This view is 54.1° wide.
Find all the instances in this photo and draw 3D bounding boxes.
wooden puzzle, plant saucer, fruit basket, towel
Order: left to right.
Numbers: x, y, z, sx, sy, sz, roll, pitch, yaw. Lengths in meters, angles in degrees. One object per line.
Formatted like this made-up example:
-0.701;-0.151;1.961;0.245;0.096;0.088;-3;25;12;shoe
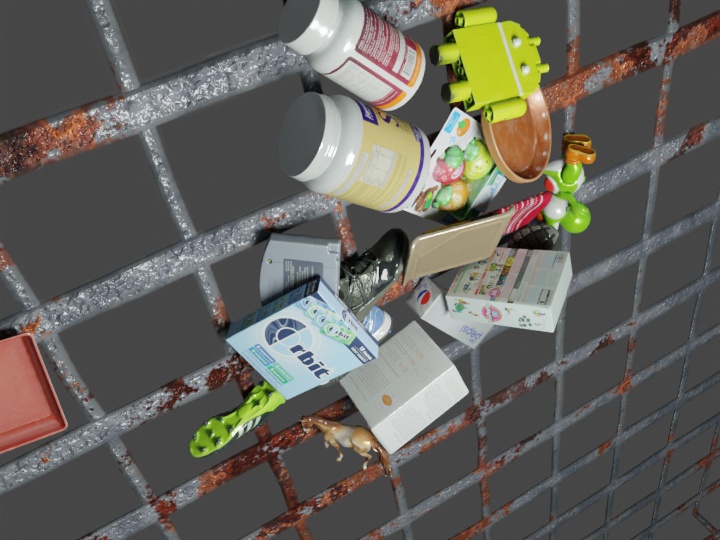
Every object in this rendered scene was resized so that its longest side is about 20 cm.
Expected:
-0.556;0.189;1.030;0.198;0.037;0.202;-18;128;-21;plant saucer
0.165;-0.046;1.244;0.198;0.038;0.185;-20;160;-9;wooden puzzle
0.165;-0.162;1.196;0.199;0.094;0.186;10;116;-57;fruit basket
0.254;-0.084;1.324;0.198;0.023;0.145;-21;164;-19;towel
0.262;-0.249;1.195;0.199;0.032;0.203;7;80;-46;plant saucer

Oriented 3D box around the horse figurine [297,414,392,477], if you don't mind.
-0.021;0.346;1.414;0.050;0.198;0.133;-56;149;-38;horse figurine

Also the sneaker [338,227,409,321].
0.000;0.000;1.231;0.114;0.076;0.200;32;101;-42;sneaker

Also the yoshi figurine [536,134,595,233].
0.418;-0.155;1.377;0.111;0.112;0.202;-17;132;-30;yoshi figurine

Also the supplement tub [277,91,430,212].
-0.009;-0.176;1.055;0.198;0.146;0.146;12;114;-38;supplement tub

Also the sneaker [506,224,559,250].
0.321;-0.021;1.420;0.200;0.076;0.079;-41;150;29;sneaker

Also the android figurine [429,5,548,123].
0.208;-0.323;1.106;0.198;0.041;0.184;-14;86;-21;android figurine

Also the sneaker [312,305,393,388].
-0.033;0.136;1.317;0.200;0.076;0.077;-45;121;-5;sneaker

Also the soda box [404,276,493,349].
0.182;0.087;1.418;0.199;0.063;0.068;31;101;-43;soda box

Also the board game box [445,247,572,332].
0.278;0.029;1.314;0.148;0.198;0.065;-57;141;-38;board game box

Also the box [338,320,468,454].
0.083;0.229;1.393;0.199;0.152;0.107;-37;134;-4;box

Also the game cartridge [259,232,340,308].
-0.101;0.027;1.169;0.131;0.042;0.202;9;127;6;game cartridge

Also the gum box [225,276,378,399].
-0.097;0.119;1.186;0.199;0.045;0.170;-27;120;23;gum box

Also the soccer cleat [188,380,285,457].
-0.222;0.281;1.295;0.199;0.068;0.081;-37;146;-6;soccer cleat

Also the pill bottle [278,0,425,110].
-0.010;-0.312;0.983;0.199;0.110;0.110;21;108;-41;pill bottle
